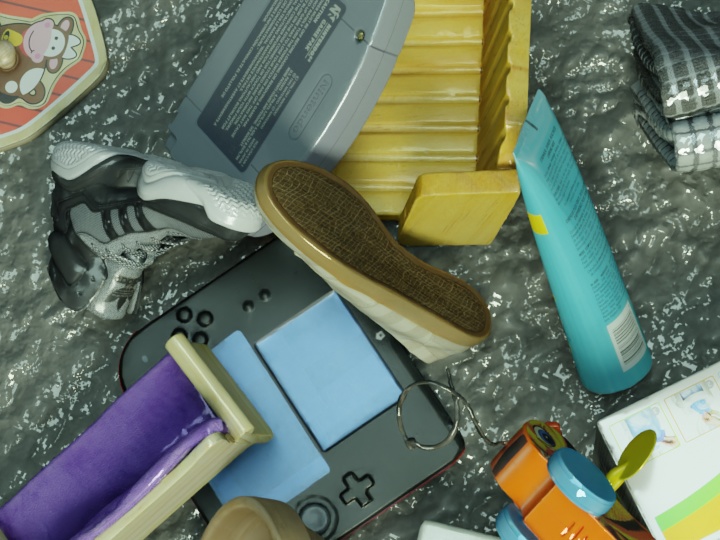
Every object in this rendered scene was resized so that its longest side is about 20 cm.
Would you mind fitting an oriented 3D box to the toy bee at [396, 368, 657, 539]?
[{"bbox_3d":[0.126,0.129,1.285,0.130,0.109,0.201,-27,92,20],"label":"toy bee"}]

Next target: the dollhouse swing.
[{"bbox_3d":[0.016,-0.134,1.423,0.174,0.182,0.202,5,75,-4],"label":"dollhouse swing"}]

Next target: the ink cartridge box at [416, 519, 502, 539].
[{"bbox_3d":[0.117,0.255,1.340,0.198,0.083,0.148,12,76,10],"label":"ink cartridge box"}]

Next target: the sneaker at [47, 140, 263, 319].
[{"bbox_3d":[-0.144,-0.019,1.420,0.199,0.075,0.115,16,97,44],"label":"sneaker"}]

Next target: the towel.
[{"bbox_3d":[0.262,-0.136,1.372,0.164,0.200,0.086,-14,106,3],"label":"towel"}]

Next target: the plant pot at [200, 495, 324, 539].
[{"bbox_3d":[-0.044,0.247,1.317,0.092,0.201,0.203,10,74,-22],"label":"plant pot"}]

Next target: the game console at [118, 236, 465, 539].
[{"bbox_3d":[-0.051,0.090,1.424,0.176,0.031,0.201,-35,75,1],"label":"game console"}]

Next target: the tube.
[{"bbox_3d":[0.139,-0.013,1.363,0.050,0.201,0.078,-11,31,20],"label":"tube"}]

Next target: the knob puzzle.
[{"bbox_3d":[-0.279,-0.172,1.525,0.217,0.030,0.222,-1,74,5],"label":"knob puzzle"}]

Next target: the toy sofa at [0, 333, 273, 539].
[{"bbox_3d":[-0.162,0.136,1.372,0.200,0.098,0.083,-42,74,10],"label":"toy sofa"}]

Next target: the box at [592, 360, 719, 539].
[{"bbox_3d":[0.260,0.109,1.351,0.199,0.113,0.102,-26,74,-3],"label":"box"}]

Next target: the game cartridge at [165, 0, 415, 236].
[{"bbox_3d":[-0.047,-0.130,1.429,0.133,0.041,0.201,45,109,34],"label":"game cartridge"}]

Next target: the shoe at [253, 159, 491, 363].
[{"bbox_3d":[0.000,0.000,1.387,0.199,0.053,0.070,36,44,-25],"label":"shoe"}]
